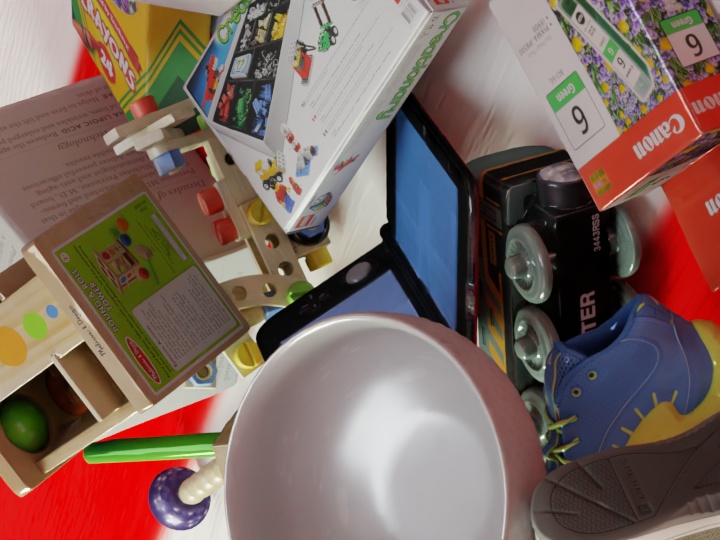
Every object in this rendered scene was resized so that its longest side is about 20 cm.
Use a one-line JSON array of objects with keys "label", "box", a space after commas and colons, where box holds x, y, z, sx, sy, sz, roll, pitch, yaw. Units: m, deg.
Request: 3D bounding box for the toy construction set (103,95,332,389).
[{"label": "toy construction set", "box": [-0.092, -0.031, 1.616, 0.200, 0.131, 0.092, 68, 167, -13]}]

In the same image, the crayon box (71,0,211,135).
[{"label": "crayon box", "box": [-0.149, -0.193, 1.645, 0.127, 0.051, 0.200, 58, 158, 28]}]

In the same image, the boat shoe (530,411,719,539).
[{"label": "boat shoe", "box": [0.187, 0.121, 1.262, 0.065, 0.202, 0.074, 83, 169, -49]}]

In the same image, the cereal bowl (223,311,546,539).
[{"label": "cereal bowl", "box": [0.024, 0.121, 1.334, 0.200, 0.083, 0.200, 0, 89, 41]}]

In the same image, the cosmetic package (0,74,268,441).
[{"label": "cosmetic package", "box": [-0.196, -0.007, 1.764, 0.200, 0.165, 0.165, 48, 143, 29]}]

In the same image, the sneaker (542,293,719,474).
[{"label": "sneaker", "box": [0.123, 0.097, 1.338, 0.105, 0.200, 0.076, 38, -179, -9]}]

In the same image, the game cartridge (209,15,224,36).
[{"label": "game cartridge", "box": [-0.042, -0.178, 1.558, 0.200, 0.042, 0.133, -10, 105, 57]}]

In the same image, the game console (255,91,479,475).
[{"label": "game console", "box": [0.000, 0.000, 1.466, 0.119, 0.172, 0.200, 55, -178, -26]}]

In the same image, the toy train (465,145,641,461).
[{"label": "toy train", "box": [0.110, 0.022, 1.416, 0.114, 0.085, 0.200, 40, 142, 55]}]

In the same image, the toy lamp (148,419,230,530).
[{"label": "toy lamp", "box": [-0.099, 0.146, 1.818, 0.058, 0.058, 0.200, 65, 150, 5]}]

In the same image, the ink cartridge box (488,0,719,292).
[{"label": "ink cartridge box", "box": [0.155, -0.087, 1.304, 0.200, 0.050, 0.109, 63, 148, 9]}]

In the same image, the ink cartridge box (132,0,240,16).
[{"label": "ink cartridge box", "box": [-0.132, -0.266, 1.468, 0.084, 0.145, 0.200, -33, 55, 57]}]

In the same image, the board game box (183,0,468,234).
[{"label": "board game box", "box": [-0.026, -0.134, 1.475, 0.126, 0.035, 0.200, 55, 134, 21]}]

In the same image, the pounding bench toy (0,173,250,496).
[{"label": "pounding bench toy", "box": [-0.164, 0.075, 1.555, 0.156, 0.124, 0.200, -35, 93, 35]}]
